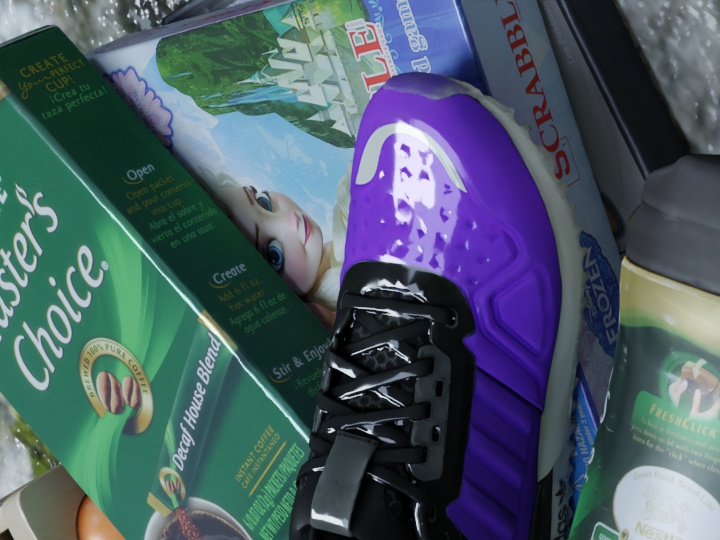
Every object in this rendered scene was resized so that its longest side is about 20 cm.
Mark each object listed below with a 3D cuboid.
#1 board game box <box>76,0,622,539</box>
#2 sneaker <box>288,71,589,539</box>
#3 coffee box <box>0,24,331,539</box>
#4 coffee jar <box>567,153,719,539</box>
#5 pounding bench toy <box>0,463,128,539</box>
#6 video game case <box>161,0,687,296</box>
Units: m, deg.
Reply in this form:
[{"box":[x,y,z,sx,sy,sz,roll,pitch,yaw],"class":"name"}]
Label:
[{"box":[0.000,0.000,0.835,0.199,0.041,0.201,-10,104,45],"class":"board game box"},{"box":[0.018,0.044,0.738,0.069,0.099,0.202,11,118,35],"class":"sneaker"},{"box":[-0.082,0.024,0.860,0.200,0.044,0.123,49,136,13],"class":"coffee box"},{"box":[0.114,0.064,0.723,0.085,0.104,0.202,20,103,36],"class":"coffee jar"},{"box":[-0.118,0.148,0.942,0.156,0.200,0.125,-31,90,47],"class":"pounding bench toy"},{"box":[0.032,-0.032,0.837,0.180,0.025,0.201,-23,95,46],"class":"video game case"}]
